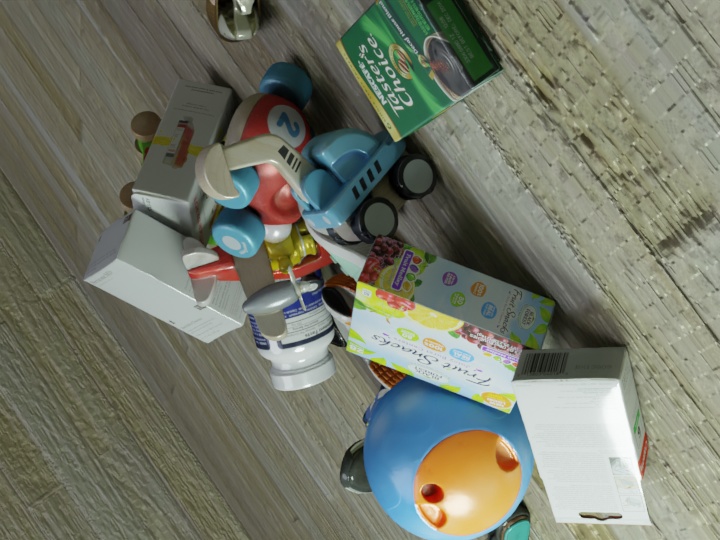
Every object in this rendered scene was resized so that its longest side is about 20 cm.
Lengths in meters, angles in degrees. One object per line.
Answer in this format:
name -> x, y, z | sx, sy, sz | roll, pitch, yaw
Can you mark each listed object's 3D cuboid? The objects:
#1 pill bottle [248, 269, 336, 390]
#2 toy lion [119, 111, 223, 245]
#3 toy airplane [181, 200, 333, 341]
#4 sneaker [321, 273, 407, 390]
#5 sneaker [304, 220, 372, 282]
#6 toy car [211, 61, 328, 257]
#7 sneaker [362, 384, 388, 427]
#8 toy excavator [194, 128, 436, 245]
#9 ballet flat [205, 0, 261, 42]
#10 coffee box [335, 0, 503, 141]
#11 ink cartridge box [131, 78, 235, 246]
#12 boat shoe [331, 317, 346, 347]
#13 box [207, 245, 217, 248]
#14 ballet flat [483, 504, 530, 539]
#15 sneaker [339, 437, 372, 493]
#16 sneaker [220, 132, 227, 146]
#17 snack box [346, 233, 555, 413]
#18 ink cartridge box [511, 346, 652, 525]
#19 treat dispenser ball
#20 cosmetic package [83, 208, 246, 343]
pill bottle -> -0.100, 0.056, 1.796 | 0.115, 0.114, 0.203 | 13, 119, 62
toy lion -> -0.245, -0.130, 1.868 | 0.069, 0.188, 0.203 | 93, 179, -60
toy airplane -> -0.131, -0.031, 1.628 | 0.199, 0.200, 0.142 | 33, 144, 5
sneaker -> 0.024, 0.095, 1.711 | 0.201, 0.075, 0.092 | 54, 169, 29
sneaker -> 0.000, 0.000, 1.592 | 0.200, 0.073, 0.119 | 40, 148, 34
toy car -> -0.052, -0.108, 1.492 | 0.197, 0.186, 0.178 | 18, 146, 13
sneaker -> 0.050, 0.192, 1.792 | 0.073, 0.083, 0.200 | 24, 175, -1
toy excavator -> -0.050, -0.103, 1.357 | 0.200, 0.195, 0.100 | 46, 164, -15
ballet flat -> -0.137, -0.309, 1.457 | 0.201, 0.067, 0.073 | 102, 153, -57
coffee box -> 0.051, -0.203, 1.220 | 0.124, 0.044, 0.200 | 58, 160, -4
ink cartridge box -> -0.232, -0.132, 1.748 | 0.082, 0.202, 0.146 | 11, 147, 8
boat shoe -> -0.078, 0.071, 1.907 | 0.199, 0.060, 0.075 | 34, 149, 47
box -> -0.197, -0.060, 1.940 | 0.201, 0.094, 0.078 | 51, 159, 11
ballet flat -> 0.195, 0.370, 1.732 | 0.069, 0.067, 0.202 | 51, 151, 42
sneaker -> 0.068, 0.274, 1.756 | 0.114, 0.199, 0.076 | 8, 91, 38
sneaker -> -0.155, -0.123, 1.771 | 0.075, 0.076, 0.202 | 38, 153, 38
snack box -> 0.091, 0.060, 1.366 | 0.198, 0.068, 0.169 | 22, 153, 5
ink cartridge box -> 0.228, 0.168, 1.288 | 0.107, 0.051, 0.202 | -3, 127, 25
treat dispenser ball -> 0.102, 0.211, 1.495 | 0.201, 0.200, 0.202 | 46, 158, 25
cosmetic package -> -0.250, 0.010, 1.704 | 0.198, 0.082, 0.112 | 27, 150, -25
